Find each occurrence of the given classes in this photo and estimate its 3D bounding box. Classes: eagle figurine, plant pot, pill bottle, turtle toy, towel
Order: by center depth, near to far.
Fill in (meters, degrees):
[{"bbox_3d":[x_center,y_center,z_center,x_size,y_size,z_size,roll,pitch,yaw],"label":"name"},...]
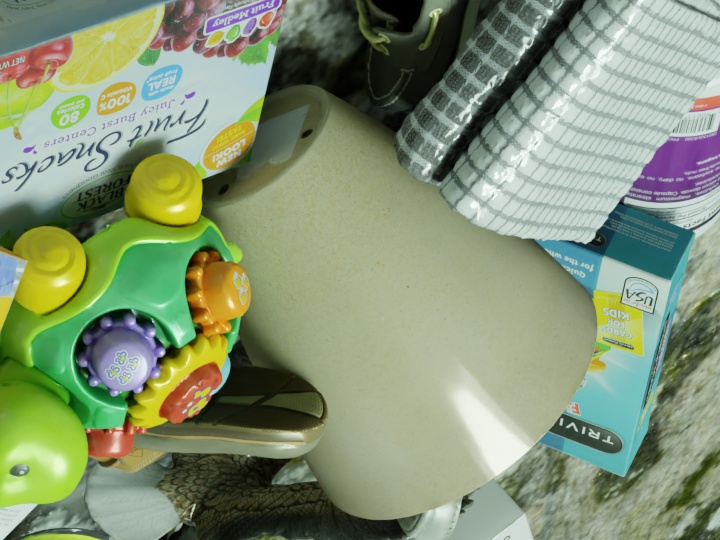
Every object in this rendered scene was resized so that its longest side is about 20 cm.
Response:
[{"bbox_3d":[-0.131,0.043,1.420,0.200,0.101,0.146,-35,160,-28],"label":"turtle toy"},{"bbox_3d":[0.114,-0.105,1.525,0.166,0.086,0.200,-53,162,14],"label":"towel"},{"bbox_3d":[0.000,0.000,1.550,0.187,0.187,0.200,-40,118,-3],"label":"plant pot"},{"bbox_3d":[-0.054,0.127,1.704,0.200,0.152,0.151,-33,-169,18],"label":"eagle figurine"},{"bbox_3d":[0.177,-0.091,1.714,0.112,0.112,0.200,-27,148,-25],"label":"pill bottle"}]

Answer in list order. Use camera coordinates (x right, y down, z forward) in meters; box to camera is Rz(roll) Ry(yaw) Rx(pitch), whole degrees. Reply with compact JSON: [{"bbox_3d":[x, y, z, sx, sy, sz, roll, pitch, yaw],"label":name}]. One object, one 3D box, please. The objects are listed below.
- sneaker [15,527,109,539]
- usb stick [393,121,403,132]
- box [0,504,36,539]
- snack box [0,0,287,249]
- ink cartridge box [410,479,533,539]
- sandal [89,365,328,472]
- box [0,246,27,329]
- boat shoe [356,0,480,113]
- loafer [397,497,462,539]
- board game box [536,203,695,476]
[{"bbox_3d":[-0.219,0.229,1.661,0.074,0.081,0.200,24,130,-35],"label":"sneaker"},{"bbox_3d":[0.001,-0.041,1.650,0.200,0.033,0.055,-39,152,-5],"label":"usb stick"},{"bbox_3d":[-0.256,0.150,1.566,0.200,0.049,0.082,-45,152,15],"label":"box"},{"bbox_3d":[-0.135,-0.089,1.400,0.200,0.053,0.142,-22,147,-32],"label":"snack box"},{"bbox_3d":[0.052,0.157,1.805,0.068,0.200,0.116,-36,151,-9],"label":"ink cartridge box"},{"bbox_3d":[-0.113,0.079,1.514,0.080,0.199,0.054,-59,153,-53],"label":"sandal"},{"bbox_3d":[-0.260,0.018,1.303,0.200,0.041,0.119,20,91,-42],"label":"box"},{"bbox_3d":[0.030,-0.150,1.495,0.060,0.072,0.202,-10,152,-22],"label":"boat shoe"},{"bbox_3d":[0.057,0.082,1.662,0.070,0.200,0.070,19,132,-11],"label":"loafer"},{"bbox_3d":[0.116,0.029,1.759,0.200,0.151,0.047,96,20,-50],"label":"board game box"}]
